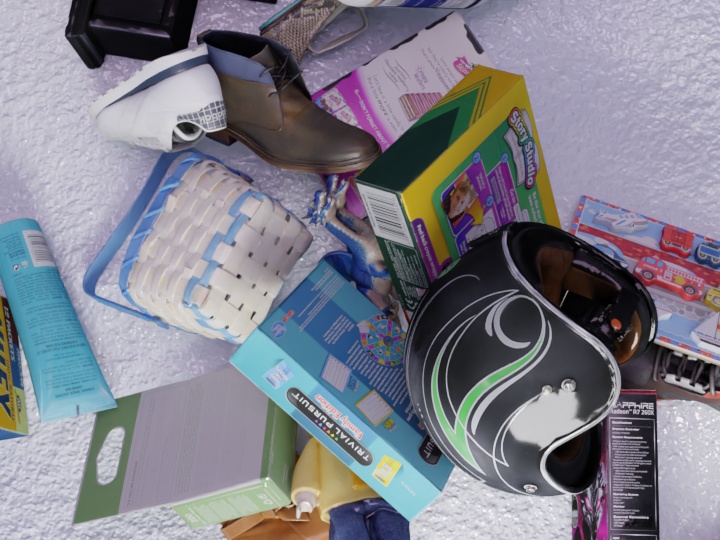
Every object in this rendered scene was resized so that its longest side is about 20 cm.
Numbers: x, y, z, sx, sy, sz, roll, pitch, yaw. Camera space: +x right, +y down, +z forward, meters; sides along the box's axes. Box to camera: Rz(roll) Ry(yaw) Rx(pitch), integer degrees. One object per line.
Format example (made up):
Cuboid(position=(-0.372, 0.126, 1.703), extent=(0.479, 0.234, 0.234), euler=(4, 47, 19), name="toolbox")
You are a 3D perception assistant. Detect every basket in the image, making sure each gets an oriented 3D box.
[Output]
Cuboid(position=(-0.159, -0.022, 1.152), extent=(0.200, 0.139, 0.177), euler=(26, 82, 36), name="basket")

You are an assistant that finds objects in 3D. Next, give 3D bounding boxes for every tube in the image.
Cuboid(position=(-0.298, 0.047, 1.168), extent=(0.077, 0.050, 0.200), euler=(-12, 68, -34), name="tube")

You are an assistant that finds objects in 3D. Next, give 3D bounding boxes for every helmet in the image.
Cuboid(position=(0.131, 0.079, 0.989), extent=(0.200, 0.200, 0.191), euler=(38, 121, 9), name="helmet")

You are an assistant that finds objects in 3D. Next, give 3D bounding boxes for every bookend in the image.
Cuboid(position=(-0.168, -0.294, 1.222), extent=(0.198, 0.092, 0.200), euler=(10, 80, 4), name="bookend")

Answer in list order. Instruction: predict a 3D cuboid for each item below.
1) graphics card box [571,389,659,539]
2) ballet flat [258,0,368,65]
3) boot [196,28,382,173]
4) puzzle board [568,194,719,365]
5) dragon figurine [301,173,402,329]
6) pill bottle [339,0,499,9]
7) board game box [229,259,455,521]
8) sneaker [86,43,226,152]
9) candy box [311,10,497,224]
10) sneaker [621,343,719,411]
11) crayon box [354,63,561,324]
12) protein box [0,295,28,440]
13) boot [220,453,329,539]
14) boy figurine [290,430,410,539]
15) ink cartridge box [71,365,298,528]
Cuboid(position=(0.223, 0.210, 1.084), extent=(0.051, 0.125, 0.200), euler=(2, 79, -5), name="graphics card box")
Cuboid(position=(-0.013, -0.278, 1.234), extent=(0.200, 0.068, 0.075), euler=(-45, 101, -3), name="ballet flat")
Cuboid(position=(-0.073, -0.154, 1.117), extent=(0.200, 0.097, 0.075), euler=(17, 42, 24), name="boot")
Cuboid(position=(0.285, 0.009, 1.140), extent=(0.200, 0.017, 0.151), euler=(19, 47, 7), name="puzzle board")
Cuboid(position=(0.000, 0.000, 1.139), extent=(0.099, 0.200, 0.059), euler=(22, 50, 25), name="dragon figurine")
Cuboid(position=(0.069, -0.306, 1.166), extent=(0.200, 0.116, 0.116), euler=(-6, 75, -35), name="pill bottle")
Cuboid(position=(0.003, 0.098, 1.054), extent=(0.200, 0.151, 0.047), euler=(42, 120, 0), name="board game box")
Cuboid(position=(-0.193, -0.144, 1.154), extent=(0.076, 0.200, 0.081), euler=(-30, 98, -32), name="sneaker")
Cuboid(position=(0.045, -0.142, 1.197), extent=(0.200, 0.061, 0.137), euler=(-31, 77, -3), name="candy box")
Cuboid(position=(0.311, 0.090, 1.127), extent=(0.200, 0.082, 0.077), euler=(15, 79, 5), name="sneaker")
Cuboid(position=(0.095, -0.050, 1.088), extent=(0.058, 0.200, 0.173), euler=(20, 54, 40), name="crayon box")
Cuboid(position=(-0.427, 0.094, 1.098), extent=(0.200, 0.199, 0.135), euler=(-11, 78, 0), name="protein box")
Cuboid(position=(-0.035, 0.201, 1.132), extent=(0.155, 0.077, 0.200), euler=(44, 89, 15), name="boot")
Cuboid(position=(-0.001, 0.177, 1.059), extent=(0.124, 0.064, 0.200), euler=(-4, 51, -15), name="boy figurine")
Cuboid(position=(-0.155, 0.163, 1.117), extent=(0.200, 0.048, 0.146), euler=(-18, 42, 19), name="ink cartridge box")
